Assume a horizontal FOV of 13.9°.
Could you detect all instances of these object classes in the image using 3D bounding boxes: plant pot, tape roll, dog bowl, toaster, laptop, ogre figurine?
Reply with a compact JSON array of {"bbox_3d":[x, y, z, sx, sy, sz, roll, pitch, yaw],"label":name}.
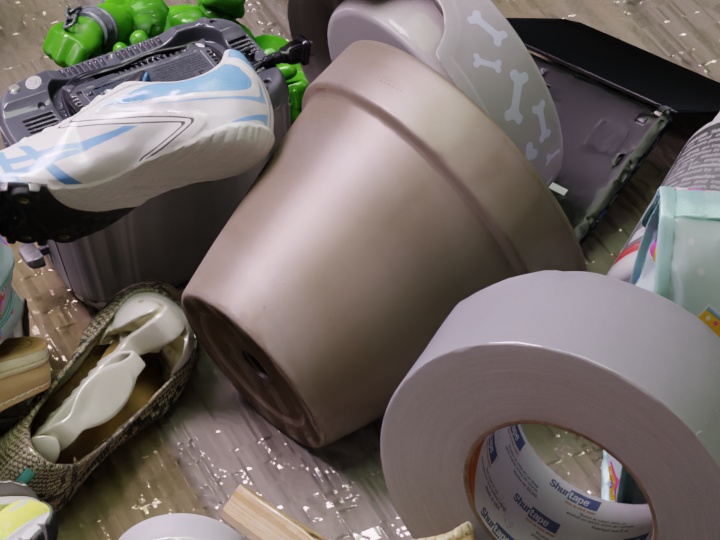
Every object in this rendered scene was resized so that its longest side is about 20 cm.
[{"bbox_3d":[0.000,0.000,1.666,0.174,0.200,0.200,-42,49,-17],"label":"plant pot"},{"bbox_3d":[0.113,0.098,1.494,0.200,0.201,0.066,13,40,22],"label":"tape roll"},{"bbox_3d":[0.042,-0.107,1.757,0.059,0.200,0.200,-37,46,-19],"label":"dog bowl"},{"bbox_3d":[-0.117,-0.064,1.790,0.200,0.129,0.114,-22,41,-19],"label":"toaster"},{"bbox_3d":[0.129,-0.084,1.883,0.177,0.103,0.200,27,74,36],"label":"laptop"},{"bbox_3d":[-0.103,-0.132,1.900,0.200,0.098,0.120,1,27,-5],"label":"ogre figurine"}]

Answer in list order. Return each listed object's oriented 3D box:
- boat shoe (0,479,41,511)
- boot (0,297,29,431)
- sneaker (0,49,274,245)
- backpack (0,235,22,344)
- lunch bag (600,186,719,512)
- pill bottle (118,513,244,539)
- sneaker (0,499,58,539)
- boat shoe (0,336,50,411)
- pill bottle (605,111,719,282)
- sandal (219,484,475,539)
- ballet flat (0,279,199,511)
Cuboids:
[{"bbox_3d":[-0.267,0.146,1.585,0.201,0.072,0.060,-16,42,-8],"label":"boat shoe"},{"bbox_3d":[-0.295,0.035,1.733,0.200,0.073,0.182,-14,52,0],"label":"boot"},{"bbox_3d":[-0.145,-0.069,1.671,0.200,0.072,0.073,-17,58,8],"label":"sneaker"},{"bbox_3d":[-0.285,-0.003,1.628,0.200,0.127,0.167,-4,39,30],"label":"backpack"},{"bbox_3d":[0.219,0.039,1.536,0.170,0.200,0.122,7,39,0],"label":"lunch bag"},{"bbox_3d":[-0.090,0.214,1.445,0.109,0.109,0.200,-4,37,2],"label":"pill bottle"},{"bbox_3d":[-0.242,0.173,1.520,0.090,0.078,0.200,38,59,25],"label":"sneaker"},{"bbox_3d":[-0.258,0.098,1.639,0.200,0.069,0.074,-23,11,-3],"label":"boat shoe"},{"bbox_3d":[0.221,-0.019,1.702,0.114,0.114,0.200,12,42,22],"label":"pill bottle"},{"bbox_3d":[0.028,0.151,1.498,0.212,0.078,0.070,32,87,24],"label":"sandal"},{"bbox_3d":[-0.137,0.061,1.674,0.068,0.075,0.200,41,48,-3],"label":"ballet flat"}]
